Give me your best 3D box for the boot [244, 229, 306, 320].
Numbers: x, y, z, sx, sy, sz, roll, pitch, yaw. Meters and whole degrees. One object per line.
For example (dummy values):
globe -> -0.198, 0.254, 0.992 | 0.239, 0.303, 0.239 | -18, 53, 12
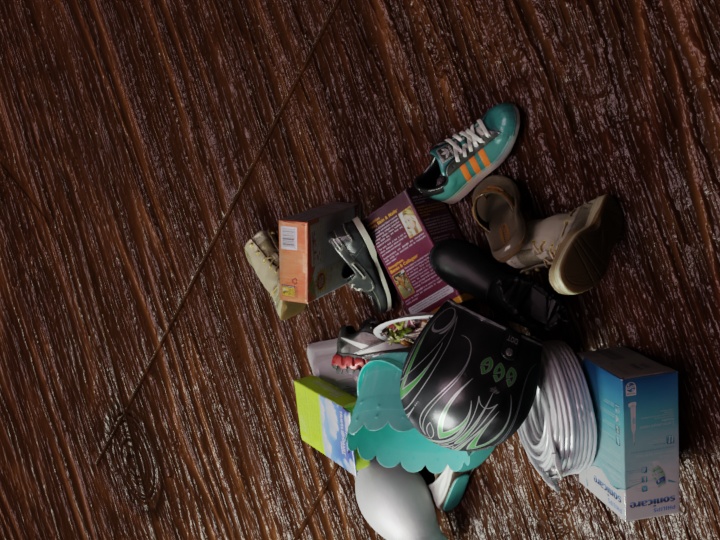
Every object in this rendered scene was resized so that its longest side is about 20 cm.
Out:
boot -> -0.147, -0.013, 1.658 | 0.156, 0.073, 0.200 | 59, 159, 17

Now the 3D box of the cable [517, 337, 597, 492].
cable -> 0.276, 0.196, 1.316 | 0.200, 0.069, 0.200 | -137, 43, -80

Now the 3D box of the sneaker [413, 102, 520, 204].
sneaker -> 0.157, -0.176, 1.375 | 0.200, 0.080, 0.071 | -51, 48, 36

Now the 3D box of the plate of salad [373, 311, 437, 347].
plate of salad -> 0.120, 0.104, 1.409 | 0.200, 0.200, 0.048 | -15, 67, 41

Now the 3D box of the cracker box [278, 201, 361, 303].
cracker box -> -0.065, -0.035, 1.523 | 0.058, 0.200, 0.134 | 7, 105, 25

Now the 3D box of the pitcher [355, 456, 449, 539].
pitcher -> 0.082, 0.426, 1.574 | 0.121, 0.172, 0.200 | -36, 54, -2

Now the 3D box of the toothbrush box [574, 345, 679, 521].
toothbrush box -> 0.365, 0.220, 1.257 | 0.146, 0.085, 0.200 | -145, 51, -76

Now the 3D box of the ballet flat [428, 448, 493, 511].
ballet flat -> 0.162, 0.315, 1.514 | 0.069, 0.069, 0.200 | 41, 126, 25

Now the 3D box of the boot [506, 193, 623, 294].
boot -> 0.264, -0.023, 1.262 | 0.155, 0.200, 0.072 | -16, 115, 43

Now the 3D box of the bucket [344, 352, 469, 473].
bucket -> 0.082, 0.226, 1.447 | 0.207, 0.207, 0.135 | -18, 50, 41

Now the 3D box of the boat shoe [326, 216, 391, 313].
boat shoe -> 0.000, 0.000, 1.521 | 0.072, 0.068, 0.200 | 53, 170, 48

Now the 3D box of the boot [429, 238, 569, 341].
boot -> 0.195, 0.022, 1.308 | 0.198, 0.162, 0.073 | 36, 90, -4

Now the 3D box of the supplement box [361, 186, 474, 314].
supplement box -> 0.104, -0.025, 1.461 | 0.110, 0.086, 0.200 | -34, 79, 41

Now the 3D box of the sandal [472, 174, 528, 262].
sandal -> 0.193, -0.086, 1.328 | 0.054, 0.200, 0.080 | 31, 118, -21

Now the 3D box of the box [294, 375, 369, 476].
box -> -0.046, 0.267, 1.594 | 0.200, 0.048, 0.122 | 17, 117, 58

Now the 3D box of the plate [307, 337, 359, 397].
plate -> -0.011, 0.217, 1.653 | 0.199, 0.032, 0.200 | -17, 90, 41

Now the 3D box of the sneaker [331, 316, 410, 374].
sneaker -> 0.045, 0.128, 1.546 | 0.200, 0.071, 0.098 | 0, 88, 24

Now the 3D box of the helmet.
helmet -> 0.147, 0.155, 1.259 | 0.200, 0.200, 0.191 | 26, 91, 33
